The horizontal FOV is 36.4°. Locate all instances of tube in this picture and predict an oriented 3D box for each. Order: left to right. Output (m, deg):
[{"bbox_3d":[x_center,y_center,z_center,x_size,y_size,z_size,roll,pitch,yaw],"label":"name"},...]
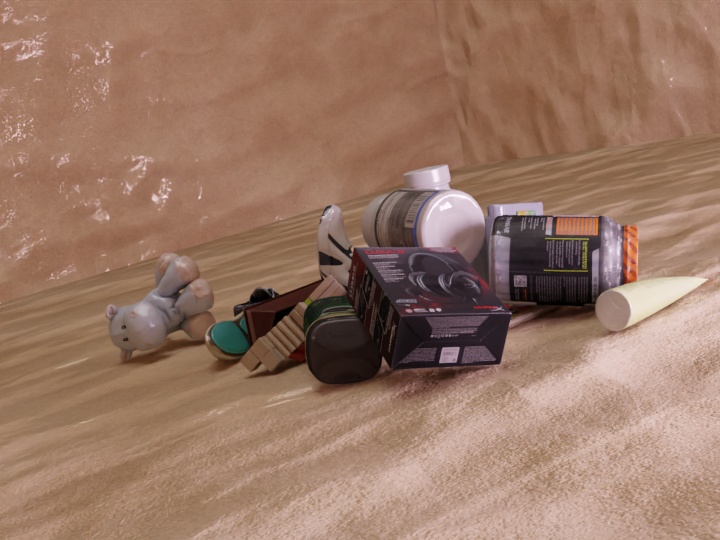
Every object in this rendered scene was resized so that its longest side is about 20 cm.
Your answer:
[{"bbox_3d":[0.370,0.033,1.400,0.058,0.053,0.198,39,32,27],"label":"tube"}]

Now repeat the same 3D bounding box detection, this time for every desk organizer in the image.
[{"bbox_3d":[-0.085,0.069,1.750,0.076,0.073,0.198,0,15,45],"label":"desk organizer"}]

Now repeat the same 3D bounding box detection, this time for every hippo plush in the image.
[{"bbox_3d":[-0.364,0.063,1.902,0.159,0.162,0.198,-19,11,-42],"label":"hippo plush"}]

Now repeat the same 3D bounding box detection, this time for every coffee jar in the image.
[{"bbox_3d":[-0.025,0.091,1.460,0.102,0.087,0.200,-5,8,-2],"label":"coffee jar"}]

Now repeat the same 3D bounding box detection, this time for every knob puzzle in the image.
[{"bbox_3d":[0.195,0.048,1.603,0.215,0.031,0.220,-13,9,2],"label":"knob puzzle"}]

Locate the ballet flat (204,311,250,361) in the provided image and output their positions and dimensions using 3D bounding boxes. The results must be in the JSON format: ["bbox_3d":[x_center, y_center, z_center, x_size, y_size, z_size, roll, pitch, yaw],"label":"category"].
[{"bbox_3d":[-0.203,0.112,1.737,0.062,0.068,0.200,-39,-5,21],"label":"ballet flat"}]

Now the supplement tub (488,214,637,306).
[{"bbox_3d":[0.278,-0.014,1.498,0.196,0.125,0.122,2,12,13],"label":"supplement tub"}]

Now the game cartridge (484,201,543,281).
[{"bbox_3d":[0.246,-0.038,1.708,0.040,0.136,0.199,1,5,28],"label":"game cartridge"}]

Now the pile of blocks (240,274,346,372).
[{"bbox_3d":[-0.083,0.092,1.597,0.200,0.062,0.082,-42,-12,-21],"label":"pile of blocks"}]

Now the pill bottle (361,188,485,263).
[{"bbox_3d":[0.087,-0.063,1.620,0.112,0.116,0.199,-16,12,-25],"label":"pill bottle"}]

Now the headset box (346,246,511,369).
[{"bbox_3d":[0.077,0.037,1.360,0.146,0.079,0.201,0,28,-20],"label":"headset box"}]

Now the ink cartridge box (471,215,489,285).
[{"bbox_3d":[0.186,-0.020,1.767,0.198,0.117,0.067,-18,11,-38],"label":"ink cartridge box"}]

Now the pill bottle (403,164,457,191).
[{"bbox_3d":[0.133,-0.078,1.927,0.109,0.204,0.111,-12,9,2],"label":"pill bottle"}]

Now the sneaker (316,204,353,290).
[{"bbox_3d":[0.000,0.000,1.682,0.127,0.203,0.080,-1,-10,5],"label":"sneaker"}]

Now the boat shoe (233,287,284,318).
[{"bbox_3d":[-0.165,0.061,1.923,0.071,0.069,0.199,-8,10,28],"label":"boat shoe"}]
